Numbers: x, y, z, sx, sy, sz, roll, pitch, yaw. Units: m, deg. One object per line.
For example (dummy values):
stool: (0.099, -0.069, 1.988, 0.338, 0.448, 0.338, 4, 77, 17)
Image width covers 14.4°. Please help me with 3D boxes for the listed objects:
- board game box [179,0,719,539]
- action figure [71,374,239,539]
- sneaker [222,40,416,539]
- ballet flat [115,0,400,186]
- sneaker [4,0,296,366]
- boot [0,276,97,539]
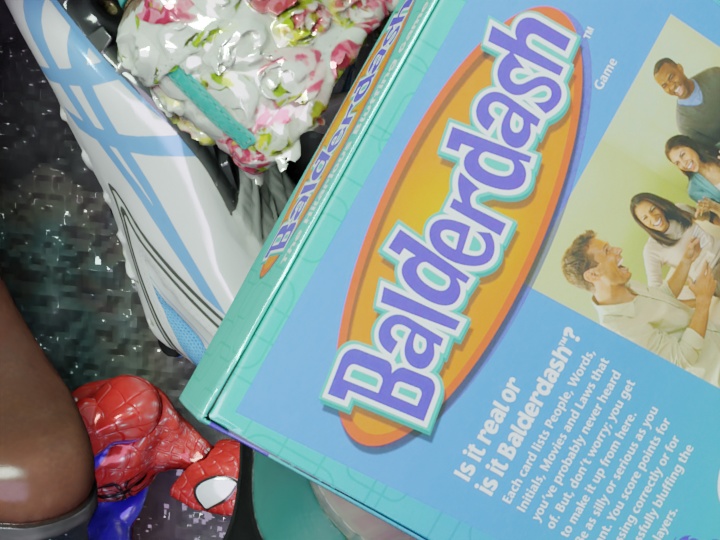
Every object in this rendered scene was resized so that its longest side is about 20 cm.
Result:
board game box: (0.080, 0.015, 0.674, 0.199, 0.045, 0.153, 31, 88, -11)
action figure: (-0.130, 0.070, 0.867, 0.199, 0.065, 0.100, 7, 72, 6)
sneaker: (0.000, 0.000, 0.777, 0.071, 0.201, 0.080, 37, 134, -25)
ballet flat: (0.019, -0.075, 0.740, 0.064, 0.200, 0.076, 56, 142, 5)
sneaker: (-0.051, -0.020, 0.834, 0.072, 0.072, 0.201, -31, 99, 26)
boot: (-0.120, -0.047, 0.781, 0.188, 0.068, 0.201, 51, 139, 35)
